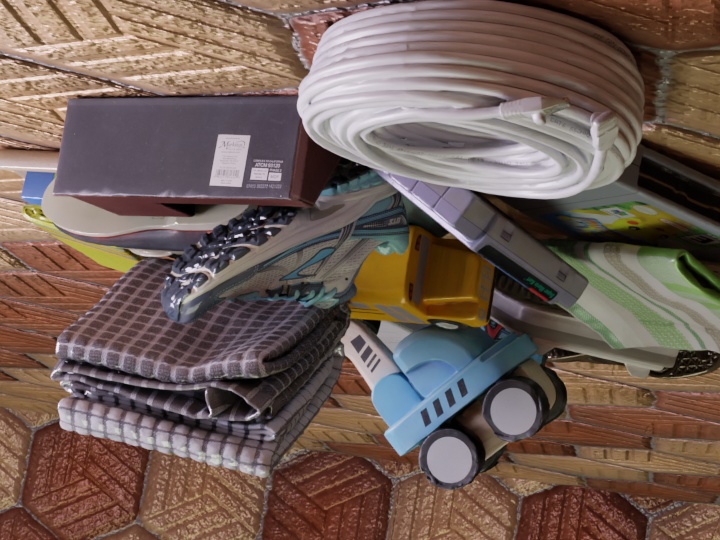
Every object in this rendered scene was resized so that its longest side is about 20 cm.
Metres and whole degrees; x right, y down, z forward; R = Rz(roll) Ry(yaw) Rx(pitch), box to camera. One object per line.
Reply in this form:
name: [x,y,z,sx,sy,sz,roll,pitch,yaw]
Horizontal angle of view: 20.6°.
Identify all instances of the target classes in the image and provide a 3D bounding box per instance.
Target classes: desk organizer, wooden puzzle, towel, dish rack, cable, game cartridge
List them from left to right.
towel: [-0.206,-0.019,1.619,0.086,0.018,0.200,18,173,13]
wooden puzzle: [-0.181,-0.051,1.617,0.185,0.046,0.200,3,168,24]
desk organizer: [-0.108,-0.076,1.374,0.200,0.072,0.077,2,169,31]
towel: [-0.110,0.057,1.403,0.165,0.086,0.200,12,-160,13]
game cartridge: [0.071,-0.040,1.343,0.130,0.038,0.200,46,-172,32]
cable: [0.064,-0.097,1.144,0.199,0.069,0.200,7,169,15]
dish rack: [0.164,0.040,1.646,0.171,0.044,0.200,12,-171,-21]
game cartridge: [0.192,-0.043,1.365,0.200,0.041,0.133,21,168,-31]
towel: [0.206,0.023,1.428,0.149,0.031,0.200,32,167,-29]

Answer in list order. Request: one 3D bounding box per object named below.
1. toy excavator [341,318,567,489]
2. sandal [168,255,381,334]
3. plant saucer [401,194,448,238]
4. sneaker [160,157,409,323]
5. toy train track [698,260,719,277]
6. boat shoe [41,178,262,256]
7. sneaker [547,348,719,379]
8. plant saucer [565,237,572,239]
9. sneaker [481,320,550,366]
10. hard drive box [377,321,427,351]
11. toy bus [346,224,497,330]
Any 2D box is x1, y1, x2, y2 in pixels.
toy excavator: [0.034,0.080,1.549,0.194,0.200,0.100,-39,172,17]
sandal: [-0.078,0.019,1.598,0.200,0.045,0.075,26,160,-11]
plant saucer: [-0.012,-0.050,1.517,0.199,0.036,0.200,8,168,2]
sneaker: [-0.043,-0.005,1.368,0.200,0.086,0.078,-31,-161,-24]
toy train track: [0.289,0.028,1.452,0.114,0.033,0.200,9,164,33]
boat shoe: [-0.148,-0.042,1.477,0.200,0.071,0.063,2,153,29]
sneaker: [0.246,0.055,1.811,0.200,0.071,0.075,6,-172,29]
plant saucer: [0.265,0.007,1.553,0.199,0.048,0.200,11,169,-8]
sneaker: [0.110,0.073,1.727,0.095,0.079,0.200,30,-149,2]
hard drive box: [-0.011,0.018,1.750,0.156,0.077,0.200,2,168,28]
toy bus: [0.000,0.000,1.502,0.200,0.065,0.078,4,166,27]
